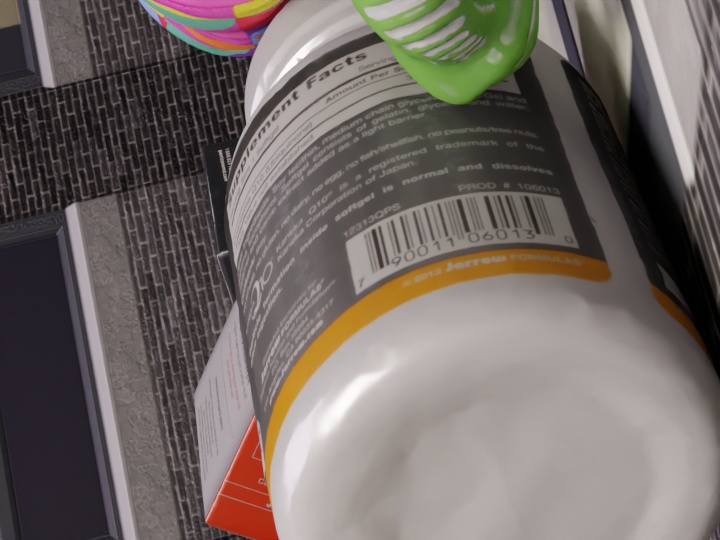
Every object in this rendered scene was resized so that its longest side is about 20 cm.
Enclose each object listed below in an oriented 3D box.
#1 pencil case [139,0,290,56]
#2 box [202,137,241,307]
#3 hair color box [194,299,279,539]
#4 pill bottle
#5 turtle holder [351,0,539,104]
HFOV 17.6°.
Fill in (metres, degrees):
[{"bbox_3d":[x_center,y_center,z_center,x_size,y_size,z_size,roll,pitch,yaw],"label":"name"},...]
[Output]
[{"bbox_3d":[-0.047,-0.118,0.761,0.200,0.088,0.089,81,175,-89],"label":"pencil case"},{"bbox_3d":[0.015,0.019,1.111,0.201,0.140,0.079,77,-178,-46],"label":"box"},{"bbox_3d":[0.000,0.000,0.901,0.102,0.061,0.201,-103,34,-62],"label":"hair color box"},{"bbox_3d":[0.023,0.001,0.635,0.201,0.115,0.117,-103,0,-55],"label":"pill bottle"},{"bbox_3d":[-0.006,-0.146,0.568,0.185,0.141,0.132,38,-166,6],"label":"turtle holder"}]
